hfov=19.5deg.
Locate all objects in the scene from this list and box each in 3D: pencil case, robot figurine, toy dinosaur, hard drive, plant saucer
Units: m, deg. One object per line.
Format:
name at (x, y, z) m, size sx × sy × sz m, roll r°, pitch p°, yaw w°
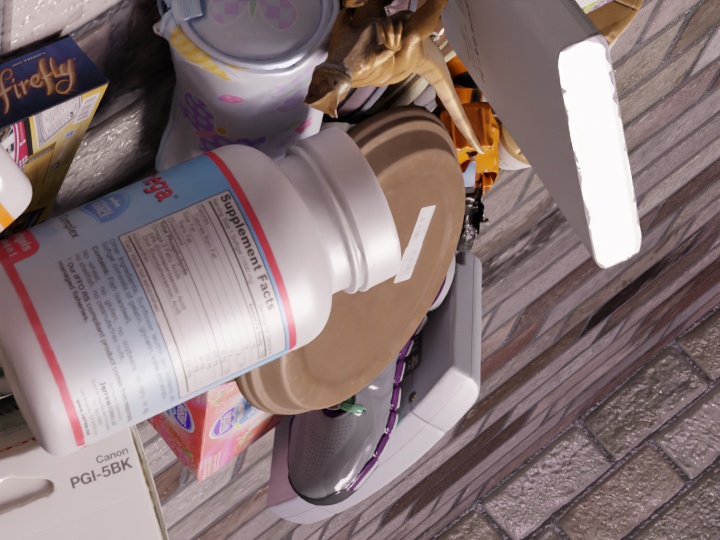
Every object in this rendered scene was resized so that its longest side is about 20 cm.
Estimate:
pencil case at (-0.062, -0.094, 1.098) m, size 0.090 × 0.084 × 0.200 m, roll -20°, pitch 160°, yaw -13°
robot figurine at (0.058, -0.096, 1.371) m, size 0.058 × 0.146 × 0.200 m, roll -1°, pitch 165°, yaw -3°
toy dinosaur at (0.016, -0.114, 1.042) m, size 0.200 × 0.060 × 0.107 m, roll -11°, pitch 122°, yaw -63°
hard drive at (0.076, -0.110, 1.011) m, size 0.026 × 0.200 × 0.132 m, roll -22°, pitch 132°, yaw -6°
plant saucer at (0.000, 0.000, 1.218) m, size 0.200 × 0.029 × 0.201 m, roll -41°, pitch 148°, yaw -33°

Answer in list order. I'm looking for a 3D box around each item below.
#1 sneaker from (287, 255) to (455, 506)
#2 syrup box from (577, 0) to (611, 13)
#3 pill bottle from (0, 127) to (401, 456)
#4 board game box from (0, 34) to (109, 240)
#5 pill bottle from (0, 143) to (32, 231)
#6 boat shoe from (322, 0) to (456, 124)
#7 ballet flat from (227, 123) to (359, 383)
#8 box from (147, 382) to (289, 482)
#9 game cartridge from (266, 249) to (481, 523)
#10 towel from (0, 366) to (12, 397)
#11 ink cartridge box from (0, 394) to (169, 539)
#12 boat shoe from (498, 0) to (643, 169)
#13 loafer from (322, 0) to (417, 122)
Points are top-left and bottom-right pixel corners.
sneaker at (-0.008, 0.047, 1.337) m, size 0.088 × 0.074 × 0.201 m, roll 48°, pitch 60°, yaw -58°
syrup box at (0.136, -0.213, 1.292) m, size 0.200 × 0.079 × 0.082 m, roll -30°, pitch 162°, yaw -42°
pill bottle at (-0.086, 0.004, 1.040) m, size 0.199 × 0.109 × 0.109 m, roll -24°, pitch 162°, yaw -14°
board game box at (-0.209, -0.018, 1.018) m, size 0.135 × 0.035 × 0.200 m, roll -30°, pitch 162°, yaw -42°
pill bottle at (-0.236, -0.008, 0.814) m, size 0.200 × 0.113 × 0.113 m, roll -40°, pitch 166°, yaw -6°
boat shoe at (0.029, -0.150, 1.206) m, size 0.075 × 0.075 × 0.203 m, roll -21°, pitch 156°, yaw -42°
ballet flat at (-0.030, 0.004, 1.264) m, size 0.200 × 0.068 × 0.072 m, roll -53°, pitch 130°, yaw -9°
box at (-0.098, 0.048, 1.384) m, size 0.094 × 0.103 × 0.200 m, roll -37°, pitch 166°, yaw -20°
game cartridge at (0.010, 0.087, 1.426) m, size 0.200 × 0.041 × 0.134 m, roll -39°, pitch -145°, yaw 36°
towel at (-0.157, 0.043, 1.198) m, size 0.199 × 0.024 × 0.152 m, roll -19°, pitch -178°, yaw 32°
ink cartridge box at (-0.200, 0.129, 1.141) m, size 0.146 × 0.083 × 0.200 m, roll -19°, pitch -172°, yaw -16°
boat shoe at (0.133, -0.159, 1.420) m, size 0.201 × 0.071 × 0.069 m, roll -63°, pitch -168°, yaw -16°
loafer at (-0.001, -0.163, 1.121) m, size 0.063 × 0.072 × 0.201 m, roll -7°, pitch 139°, yaw -37°
